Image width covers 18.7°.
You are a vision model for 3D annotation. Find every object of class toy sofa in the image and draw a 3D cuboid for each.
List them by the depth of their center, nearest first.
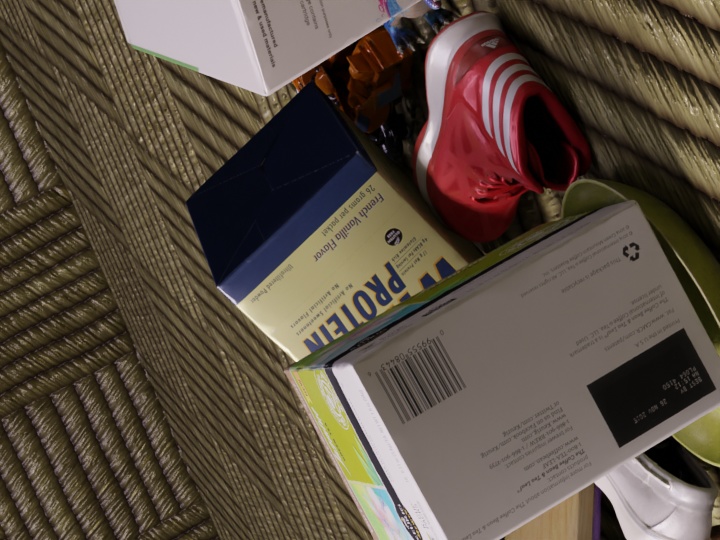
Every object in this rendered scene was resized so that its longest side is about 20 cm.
[{"bbox_3d":[0.147,0.236,1.594,0.098,0.083,0.200,34,-134,-34],"label":"toy sofa"}]

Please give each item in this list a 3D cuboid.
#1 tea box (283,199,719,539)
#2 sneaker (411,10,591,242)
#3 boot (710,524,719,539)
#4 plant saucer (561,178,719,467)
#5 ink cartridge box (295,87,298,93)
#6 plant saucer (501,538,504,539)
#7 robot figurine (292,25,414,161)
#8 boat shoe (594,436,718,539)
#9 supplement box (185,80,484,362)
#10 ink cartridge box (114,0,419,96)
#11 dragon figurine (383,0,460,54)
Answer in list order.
[{"bbox_3d":[0.084,0.067,1.318,0.134,0.200,0.197,62,166,-2],"label":"tea box"},{"bbox_3d":[0.093,-0.063,1.427,0.116,0.078,0.200,53,165,36],"label":"sneaker"},{"bbox_3d":[0.275,0.256,1.416,0.200,0.074,0.075,62,153,2],"label":"boot"},{"bbox_3d":[0.191,0.027,1.340,0.200,0.031,0.200,55,164,24],"label":"plant saucer"},{"bbox_3d":[0.003,-0.042,1.835,0.200,0.043,0.196,-110,3,-50],"label":"ink cartridge box"},{"bbox_3d":[0.111,0.215,1.691,0.200,0.029,0.200,38,-149,-28],"label":"plant saucer"},{"bbox_3d":[-0.011,-0.158,1.655,0.145,0.058,0.200,60,166,13],"label":"robot figurine"},{"bbox_3d":[0.188,0.121,1.458,0.200,0.072,0.069,-104,30,-66],"label":"boat shoe"},{"bbox_3d":[0.000,0.000,1.560,0.200,0.134,0.200,44,-174,-21],"label":"supplement box"},{"bbox_3d":[-0.034,-0.199,1.311,0.145,0.200,0.084,24,139,47],"label":"ink cartridge box"},{"bbox_3d":[0.013,-0.212,1.458,0.200,0.059,0.099,42,155,43],"label":"dragon figurine"}]
